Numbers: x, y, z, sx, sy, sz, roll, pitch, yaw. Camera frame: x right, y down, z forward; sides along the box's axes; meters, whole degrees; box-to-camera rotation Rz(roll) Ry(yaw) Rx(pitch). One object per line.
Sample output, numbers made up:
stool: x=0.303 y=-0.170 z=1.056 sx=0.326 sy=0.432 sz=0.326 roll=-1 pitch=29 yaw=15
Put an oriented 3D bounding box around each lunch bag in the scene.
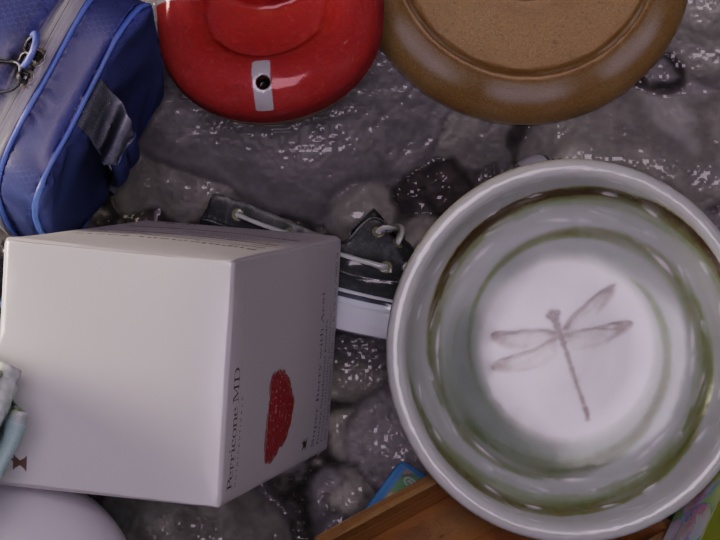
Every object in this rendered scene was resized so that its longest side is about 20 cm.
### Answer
lunch bag: x=-0.175 y=-0.093 z=1.276 sx=0.132 sy=0.200 sz=0.136 roll=27 pitch=81 yaw=3

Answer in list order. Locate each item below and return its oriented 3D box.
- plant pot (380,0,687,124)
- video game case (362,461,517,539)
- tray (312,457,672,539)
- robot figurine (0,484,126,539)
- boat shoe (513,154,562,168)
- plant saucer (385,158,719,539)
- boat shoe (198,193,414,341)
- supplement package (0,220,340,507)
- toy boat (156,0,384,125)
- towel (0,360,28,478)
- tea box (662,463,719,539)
plant pot: x=0.094 y=-0.185 z=1.377 sx=0.199 sy=0.027 sz=0.202 roll=0 pitch=83 yaw=-1
video game case: x=0.034 y=0.199 z=1.237 sx=0.143 sy=0.018 sz=0.200 roll=35 pitch=43 yaw=5
tray: x=0.069 y=0.149 z=1.265 sx=0.199 sy=0.037 sz=0.099 roll=-24 pitch=64 yaw=-41
robot figurine: x=-0.173 y=0.196 z=1.203 sx=0.149 sy=0.201 sz=0.125 roll=4 pitch=42 yaw=-3
boat shoe: x=0.149 y=0.021 z=1.337 sx=0.056 sy=0.069 sz=0.201 roll=-27 pitch=90 yaw=-8
plant saucer: x=0.110 y=0.042 z=1.274 sx=0.199 sy=0.050 sz=0.202 roll=0 pitch=89 yaw=-5
boat shoe: x=0.000 y=0.000 z=1.331 sx=0.199 sy=0.072 sz=0.071 roll=12 pitch=88 yaw=3
supplement package: x=-0.093 y=0.042 z=1.218 sx=0.119 sy=0.200 sz=0.122 roll=5 pitch=96 yaw=14
toy boat: x=-0.056 y=-0.183 z=1.319 sx=0.130 sy=0.131 sz=0.202 roll=-4 pitch=83 yaw=6
towel: x=-0.250 y=0.114 z=1.150 sx=0.171 sy=0.048 sz=0.201 roll=23 pitch=86 yaw=45
tea box: x=0.261 y=0.193 z=1.253 sx=0.199 sy=0.134 sz=0.198 roll=29 pitch=78 yaw=-14
